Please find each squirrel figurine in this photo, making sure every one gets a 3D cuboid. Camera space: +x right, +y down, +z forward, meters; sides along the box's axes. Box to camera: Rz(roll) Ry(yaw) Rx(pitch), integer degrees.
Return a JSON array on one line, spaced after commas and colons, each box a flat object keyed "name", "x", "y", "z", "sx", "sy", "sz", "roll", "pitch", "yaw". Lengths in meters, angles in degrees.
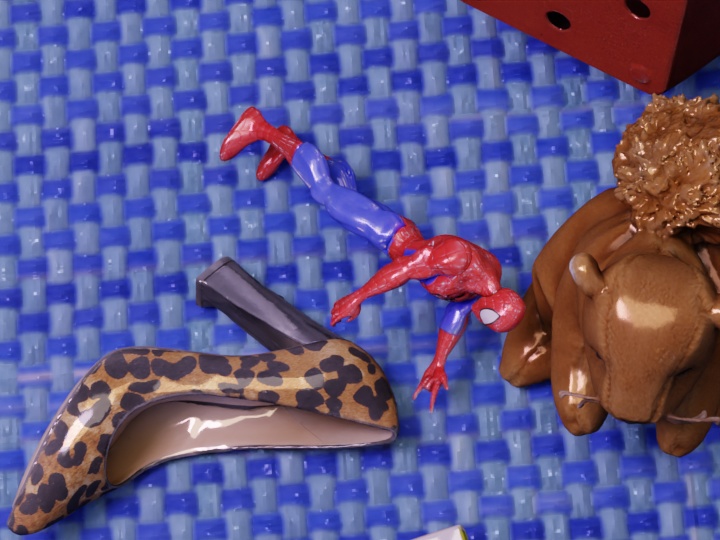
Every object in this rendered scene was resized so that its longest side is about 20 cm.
[{"name": "squirrel figurine", "x": 0.155, "y": -0.005, "z": 1.484, "sx": 0.141, "sy": 0.187, "sz": 0.201, "roll": 19, "pitch": 93, "yaw": 8}]

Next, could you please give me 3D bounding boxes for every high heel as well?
[{"name": "high heel", "x": -0.082, "y": 0.096, "z": 1.547, "sx": 0.142, "sy": 0.071, "sz": 0.200, "roll": 36, "pitch": 69, "yaw": 21}]

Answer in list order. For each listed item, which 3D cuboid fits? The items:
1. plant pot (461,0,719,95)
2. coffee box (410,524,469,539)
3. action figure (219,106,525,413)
[{"name": "plant pot", "x": 0.150, "y": -0.217, "z": 1.548, "sx": 0.199, "sy": 0.200, "sz": 0.176, "roll": 27, "pitch": 61, "yaw": 12}, {"name": "coffee box", "x": -0.004, "y": 0.267, "z": 1.419, "sx": 0.197, "sy": 0.200, "sz": 0.201, "roll": -19, "pitch": 71, "yaw": -2}, {"name": "action figure", "x": 0.000, "y": 0.000, "z": 1.562, "sx": 0.200, "sy": 0.065, "sz": 0.099, "roll": 30, "pitch": 94, "yaw": 31}]
